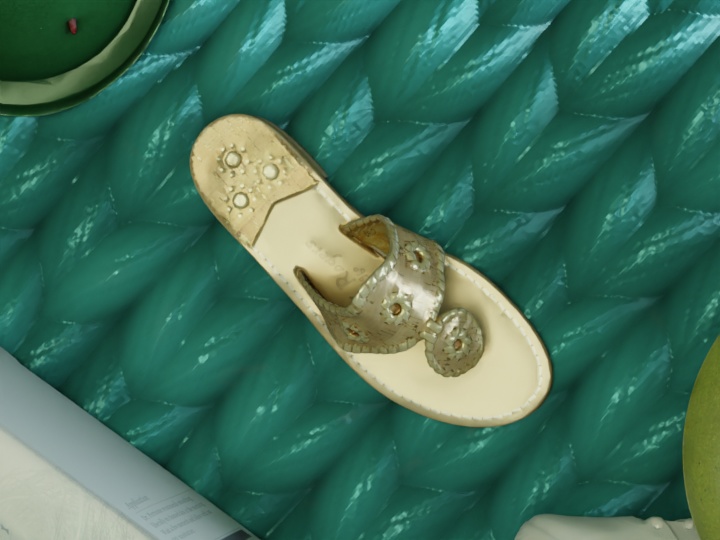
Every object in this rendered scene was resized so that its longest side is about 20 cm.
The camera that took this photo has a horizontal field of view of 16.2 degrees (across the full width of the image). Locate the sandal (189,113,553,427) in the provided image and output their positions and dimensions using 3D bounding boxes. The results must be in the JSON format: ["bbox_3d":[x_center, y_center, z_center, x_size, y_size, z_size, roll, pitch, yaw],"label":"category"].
[{"bbox_3d":[-0.004,0.005,1.208,0.212,0.070,0.078,41,100,7],"label":"sandal"}]

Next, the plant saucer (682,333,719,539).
[{"bbox_3d":[0.247,0.085,1.149,0.199,0.031,0.201,0,80,-2],"label":"plant saucer"}]

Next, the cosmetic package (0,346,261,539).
[{"bbox_3d":[-0.173,0.173,1.226,0.200,0.123,0.200,35,99,9],"label":"cosmetic package"}]

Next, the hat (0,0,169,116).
[{"bbox_3d":[-0.181,-0.173,1.181,0.165,0.176,0.201,14,95,11],"label":"hat"}]

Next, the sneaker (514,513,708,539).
[{"bbox_3d":[0.174,0.133,1.186,0.199,0.075,0.089,17,87,2],"label":"sneaker"}]
